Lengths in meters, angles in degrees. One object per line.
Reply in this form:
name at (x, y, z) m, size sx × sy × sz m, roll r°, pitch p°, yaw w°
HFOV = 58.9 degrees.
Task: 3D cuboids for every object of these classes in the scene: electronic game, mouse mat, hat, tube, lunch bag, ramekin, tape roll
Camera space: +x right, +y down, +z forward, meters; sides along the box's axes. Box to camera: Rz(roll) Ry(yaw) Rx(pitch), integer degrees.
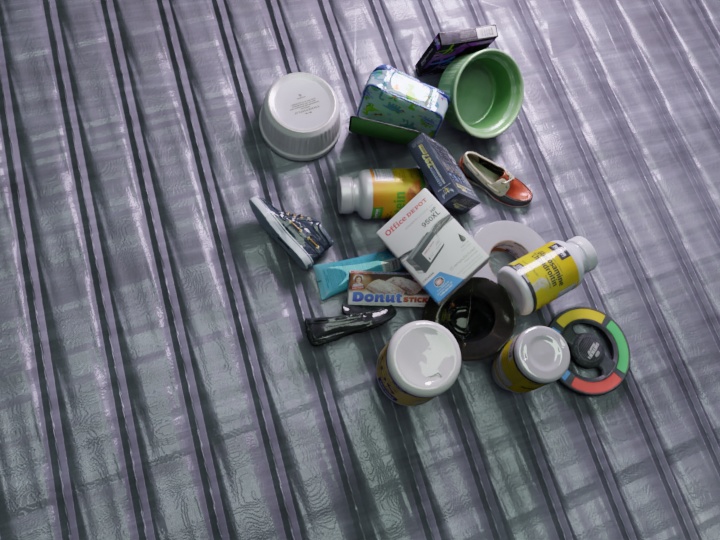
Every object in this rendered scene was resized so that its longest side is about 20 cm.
electronic game at (0.503, 0.178, 1.414) m, size 0.198 × 0.042 × 0.202 m, roll 3°, pitch 71°, yaw -7°
mouse mat at (0.052, -0.315, 1.444) m, size 0.160 × 0.200 × 0.008 m, roll 13°, pitch 92°, yaw -3°
hat at (0.236, 0.111, 1.374) m, size 0.199 × 0.081 × 0.202 m, roll -6°, pitch 68°, yaw 17°
tube at (0.000, 0.000, 1.406) m, size 0.199 × 0.050 × 0.078 m, roll -16°, pitch 79°, yaw -9°
lunch bag at (0.095, -0.378, 1.488) m, size 0.199 × 0.161 × 0.083 m, roll 22°, pitch 65°, yaw -2°
ramekin at (-0.138, -0.367, 1.485) m, size 0.201 × 0.094 × 0.204 m, roll 2°, pitch 70°, yaw -7°
tape roll at (0.329, -0.008, 1.442) m, size 0.199 × 0.066 × 0.202 m, roll 2°, pitch 70°, yaw -7°
ramekin at (0.280, -0.420, 1.515) m, size 0.199 × 0.098 × 0.202 m, roll -8°, pitch 110°, yaw -23°

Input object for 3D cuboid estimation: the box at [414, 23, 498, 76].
box at (0.226, -0.526, 1.535) m, size 0.142 × 0.200 × 0.036 m, roll -13°, pitch 90°, yaw -11°

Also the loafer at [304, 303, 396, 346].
loafer at (-0.021, 0.102, 1.354) m, size 0.199 × 0.068 × 0.071 m, roll -16°, pitch 84°, yaw -9°

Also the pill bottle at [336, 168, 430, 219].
pill bottle at (0.050, -0.172, 1.435) m, size 0.198 × 0.111 × 0.112 m, roll -3°, pitch 72°, yaw -9°

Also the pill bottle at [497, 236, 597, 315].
pill bottle at (0.399, 0.004, 1.353) m, size 0.199 × 0.112 × 0.112 m, roll -27°, pitch 77°, yaw -15°

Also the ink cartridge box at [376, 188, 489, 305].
ink cartridge box at (0.151, -0.049, 1.341) m, size 0.144 × 0.084 × 0.200 m, roll -42°, pitch 78°, yaw 3°

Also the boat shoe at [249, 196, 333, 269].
boat shoe at (-0.153, -0.102, 1.410) m, size 0.091 × 0.071 × 0.200 m, roll -41°, pitch 88°, yaw -20°

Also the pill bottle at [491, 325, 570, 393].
pill bottle at (0.337, 0.189, 1.303) m, size 0.110 × 0.200 × 0.112 m, roll 2°, pitch 71°, yaw -7°

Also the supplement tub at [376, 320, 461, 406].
supplement tub at (0.109, 0.191, 1.271) m, size 0.144 × 0.200 × 0.147 m, roll 3°, pitch 70°, yaw -7°

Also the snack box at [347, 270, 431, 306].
snack box at (0.071, 0.041, 1.392) m, size 0.198 × 0.024 × 0.072 m, roll 2°, pitch 101°, yaw -10°

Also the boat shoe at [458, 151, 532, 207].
boat shoe at (0.324, -0.218, 1.515) m, size 0.199 × 0.063 × 0.071 m, roll 30°, pitch 68°, yaw 2°

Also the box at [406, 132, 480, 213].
box at (0.190, -0.213, 1.428) m, size 0.051 × 0.200 × 0.158 m, roll -35°, pitch 77°, yaw 20°
